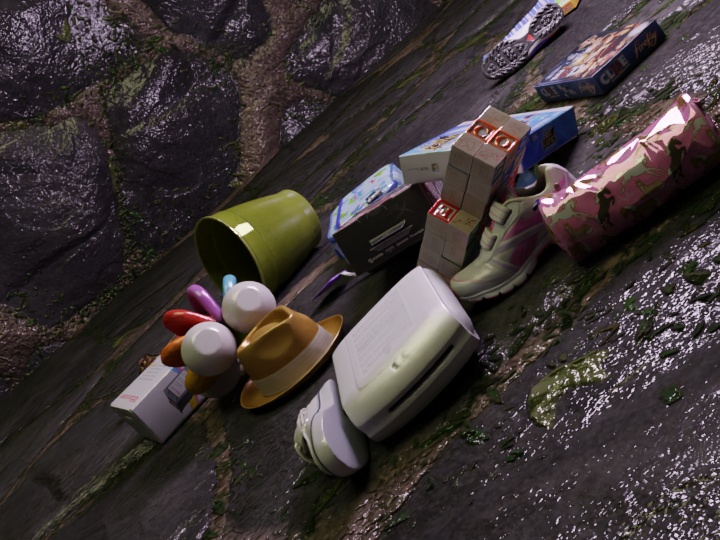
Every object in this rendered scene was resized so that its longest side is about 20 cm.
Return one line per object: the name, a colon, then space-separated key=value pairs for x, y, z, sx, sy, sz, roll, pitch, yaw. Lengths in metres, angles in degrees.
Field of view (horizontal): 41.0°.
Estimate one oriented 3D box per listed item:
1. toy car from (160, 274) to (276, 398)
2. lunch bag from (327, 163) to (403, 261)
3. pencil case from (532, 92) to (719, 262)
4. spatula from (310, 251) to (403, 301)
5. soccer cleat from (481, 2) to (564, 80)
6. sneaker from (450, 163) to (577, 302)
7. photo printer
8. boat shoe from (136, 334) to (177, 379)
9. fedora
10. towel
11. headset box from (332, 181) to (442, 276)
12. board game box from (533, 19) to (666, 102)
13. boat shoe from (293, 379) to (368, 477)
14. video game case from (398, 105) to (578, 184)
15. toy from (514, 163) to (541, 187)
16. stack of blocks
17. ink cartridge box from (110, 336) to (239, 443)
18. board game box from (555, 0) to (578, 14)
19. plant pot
toy car: x=-0.226 y=0.089 z=1.499 sx=0.200 sy=0.150 sz=0.175 roll=-47 pitch=-14 yaw=-22
lunch bag: x=0.018 y=-0.098 z=1.651 sx=0.160 sy=0.083 sz=0.200 roll=-40 pitch=14 yaw=15
pencil case: x=0.279 y=-0.095 z=0.996 sx=0.199 sy=0.087 sz=0.083 roll=-36 pitch=-15 yaw=18
spatula: x=0.000 y=0.000 z=1.520 sx=0.199 sy=0.021 sz=0.056 roll=-25 pitch=5 yaw=35
soccer cleat: x=0.331 y=-0.456 z=1.953 sx=0.200 sy=0.068 sz=0.073 roll=-43 pitch=-9 yaw=8
sneaker: x=0.174 y=-0.047 z=1.100 sx=0.200 sy=0.088 sz=0.081 roll=-42 pitch=15 yaw=2
photo printer: x=0.046 y=0.089 z=1.046 sx=0.166 sy=0.069 sz=0.200 roll=-46 pitch=14 yaw=6
boat shoe: x=-0.394 y=0.185 z=1.879 sx=0.200 sy=0.070 sz=0.070 roll=-44 pitch=16 yaw=-6
fedora: x=-0.115 y=0.109 z=1.378 sx=0.200 sy=0.082 sz=0.201 roll=-37 pitch=16 yaw=13
towel: x=0.340 y=-0.510 z=2.071 sx=0.200 sy=0.024 sz=0.145 roll=-47 pitch=13 yaw=19
headset box: x=0.051 y=-0.073 z=1.412 sx=0.148 sy=0.075 sz=0.200 roll=-31 pitch=5 yaw=15
board game box: x=0.370 y=-0.325 z=1.512 sx=0.135 sy=0.035 sz=0.200 roll=-43 pitch=15 yaw=-7
boat shoe: x=-0.040 y=0.177 z=1.029 sx=0.066 sy=0.072 sz=0.200 roll=-43 pitch=14 yaw=7
video game case: x=0.179 y=-0.173 z=1.329 sx=0.180 sy=0.046 sz=0.200 roll=-4 pitch=18 yaw=35
toy: x=0.164 y=-0.080 z=1.297 sx=0.199 sy=0.047 sz=0.115 roll=-37 pitch=14 yaw=12
stack of blocks: x=0.131 y=-0.079 z=1.144 sx=0.115 sy=0.058 sz=0.201 roll=-48 pitch=-21 yaw=-35
ink cartridge box: x=-0.312 y=0.188 z=1.637 sx=0.200 sy=0.086 sz=0.147 roll=-48 pitch=17 yaw=-21
board game box: x=0.443 y=-0.592 z=2.106 sx=0.095 sy=0.030 sz=0.201 roll=-31 pitch=20 yaw=37
plant pot: x=-0.183 y=-0.057 z=1.862 sx=0.192 sy=0.201 sz=0.200 roll=-35 pitch=10 yaw=-33
